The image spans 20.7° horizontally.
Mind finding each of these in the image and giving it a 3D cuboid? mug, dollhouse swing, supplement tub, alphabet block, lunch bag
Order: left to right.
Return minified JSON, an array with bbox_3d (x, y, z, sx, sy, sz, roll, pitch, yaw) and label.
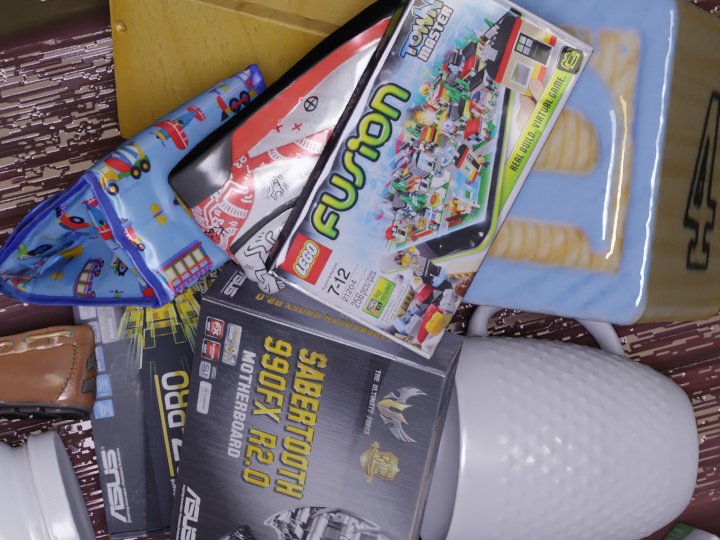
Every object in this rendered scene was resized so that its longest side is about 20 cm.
[{"bbox_3d":[-0.279,0.196,1.302,0.198,0.140,0.142,-18,90,-4],"label":"supplement tub"},{"bbox_3d":[-0.145,-0.036,1.269,0.150,0.199,0.095,-38,102,-35],"label":"lunch bag"},{"bbox_3d":[-0.043,-0.175,1.348,0.198,0.176,0.183,16,131,18],"label":"dollhouse swing"},{"bbox_3d":[0.130,0.098,1.348,0.173,0.148,0.202,2,58,-12],"label":"mug"},{"bbox_3d":[0.127,-0.074,1.250,0.193,0.200,0.199,9,93,23],"label":"alphabet block"}]

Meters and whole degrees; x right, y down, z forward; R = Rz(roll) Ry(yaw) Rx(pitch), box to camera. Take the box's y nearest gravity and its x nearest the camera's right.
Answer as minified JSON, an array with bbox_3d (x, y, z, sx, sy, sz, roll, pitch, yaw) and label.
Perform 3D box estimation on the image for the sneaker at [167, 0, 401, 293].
[{"bbox_3d":[-0.007,-0.075,1.172,0.201,0.067,0.108,-39,104,-2],"label":"sneaker"}]

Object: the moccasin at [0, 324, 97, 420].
[{"bbox_3d":[-0.277,0.062,1.334,0.199,0.074,0.079,-4,77,14],"label":"moccasin"}]

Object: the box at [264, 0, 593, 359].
[{"bbox_3d":[0.038,-0.064,1.126,0.109,0.035,0.201,26,96,-10],"label":"box"}]

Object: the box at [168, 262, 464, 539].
[{"bbox_3d":[-0.032,0.111,1.228,0.157,0.048,0.202,18,123,10],"label":"box"}]

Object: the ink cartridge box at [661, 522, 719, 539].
[{"bbox_3d":[0.188,0.272,1.348,0.067,0.117,0.200,42,86,-1],"label":"ink cartridge box"}]

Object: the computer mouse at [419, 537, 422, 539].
[{"bbox_3d":[0.033,0.129,1.316,0.034,0.058,0.202,6,77,-41],"label":"computer mouse"}]

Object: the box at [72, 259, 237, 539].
[{"bbox_3d":[-0.108,0.073,1.336,0.160,0.049,0.202,-9,89,24],"label":"box"}]
